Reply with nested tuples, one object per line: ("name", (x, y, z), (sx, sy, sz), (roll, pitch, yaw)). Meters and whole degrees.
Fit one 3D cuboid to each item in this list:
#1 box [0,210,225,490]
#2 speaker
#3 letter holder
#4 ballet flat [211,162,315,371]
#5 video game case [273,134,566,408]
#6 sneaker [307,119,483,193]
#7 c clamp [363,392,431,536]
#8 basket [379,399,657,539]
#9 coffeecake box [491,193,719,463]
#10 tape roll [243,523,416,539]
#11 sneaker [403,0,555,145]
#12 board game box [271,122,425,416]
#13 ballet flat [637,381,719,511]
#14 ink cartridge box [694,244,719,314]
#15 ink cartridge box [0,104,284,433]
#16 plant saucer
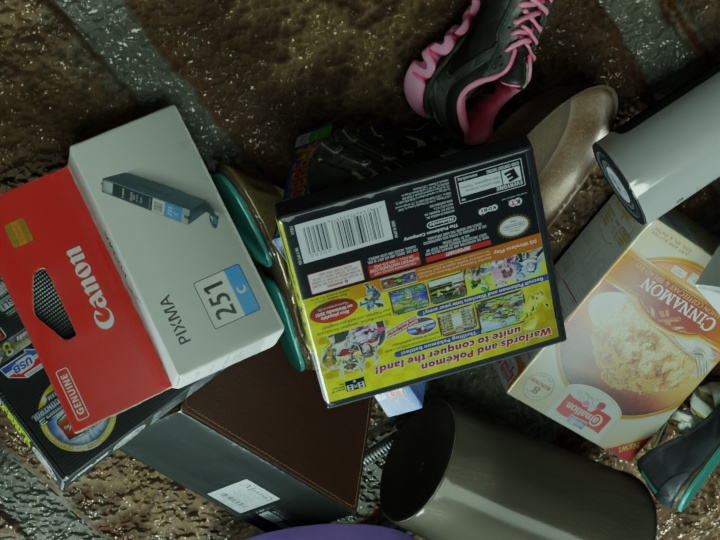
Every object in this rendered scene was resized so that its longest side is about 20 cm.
("box", (-0.199, 0.046, 1.620), (0.199, 0.044, 0.161), (-36, 82, -17))
("speaker", (0.292, -0.123, 1.695), (0.199, 0.081, 0.082), (-33, 123, -1))
("letter holder", (-0.096, 0.113, 1.755), (0.199, 0.143, 0.100), (34, 140, -32))
("ballet flat", (-0.055, -0.013, 1.699), (0.072, 0.068, 0.201), (-30, 113, -17))
("video game case", (0.048, 0.003, 1.594), (0.198, 0.026, 0.182), (-16, 123, -3))
("sneaker", (0.034, -0.063, 1.643), (0.199, 0.078, 0.090), (-6, 122, -46))
("c clamp", (0.004, 0.188, 1.858), (0.199, 0.027, 0.171), (-37, 128, 5))
("basket", (0.127, 0.201, 1.813), (0.199, 0.180, 0.137), (26, 77, -24))
("coffeecake box", (0.231, 0.046, 1.799), (0.153, 0.073, 0.200), (29, 110, -28))
("tape roll", (-0.039, 0.295, 1.820), (0.198, 0.086, 0.200), (-5, 154, -3))
("sneaker", (0.117, -0.182, 1.617), (0.078, 0.096, 0.201), (15, 117, -36))
("board game box", (0.000, 0.000, 1.678), (0.034, 0.136, 0.201), (-17, 125, 23))
("ballet flat", (0.312, 0.138, 1.859), (0.200, 0.073, 0.074), (-36, 132, -37))
("ink cartridge box", (0.389, -0.018, 1.742), (0.146, 0.083, 0.201), (45, 72, -31))
("ink cartridge box", (-0.179, -0.003, 1.592), (0.175, 0.201, 0.045), (-24, 169, -17))
("plant saucer", (0.128, -0.075, 1.673), (0.200, 0.037, 0.201), (-43, 158, -21))
